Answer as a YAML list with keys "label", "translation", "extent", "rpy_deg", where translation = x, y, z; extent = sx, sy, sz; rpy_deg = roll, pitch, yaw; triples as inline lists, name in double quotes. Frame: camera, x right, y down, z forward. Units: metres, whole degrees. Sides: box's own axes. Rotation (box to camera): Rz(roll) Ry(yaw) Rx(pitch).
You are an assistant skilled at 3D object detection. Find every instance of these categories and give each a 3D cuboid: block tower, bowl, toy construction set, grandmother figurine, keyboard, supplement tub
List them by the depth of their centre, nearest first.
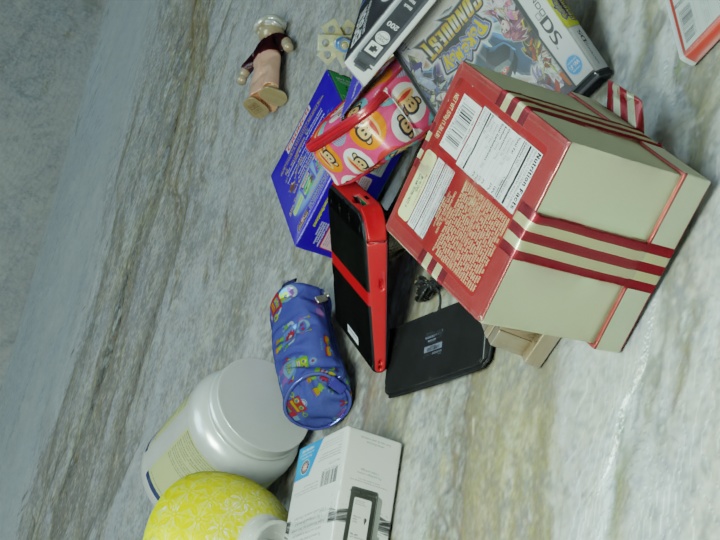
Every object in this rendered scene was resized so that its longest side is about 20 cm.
- label: "block tower"
  translation: [0.133, 0.005, 1.352]
  extent: [0.054, 0.057, 0.201]
  rpy_deg: [-59, 26, 24]
- label: "keyboard"
  translation: [0.083, 0.056, 1.467]
  extent: [0.200, 0.020, 0.129]
  rpy_deg: [-24, 55, 58]
- label: "bowl"
  translation: [-0.122, 0.306, 1.523]
  extent: [0.107, 0.200, 0.202]
  rpy_deg: [-14, 55, 39]
- label: "supplement tub"
  translation: [-0.160, 0.207, 1.720]
  extent: [0.200, 0.144, 0.146]
  rpy_deg: [-47, 31, 42]
- label: "toy construction set"
  translation: [0.026, -0.281, 1.803]
  extent: [0.200, 0.092, 0.132]
  rpy_deg: [36, 103, 55]
- label: "grandmother figurine"
  translation: [-0.146, -0.327, 2.266]
  extent: [0.120, 0.061, 0.201]
  rpy_deg: [-20, 44, 25]

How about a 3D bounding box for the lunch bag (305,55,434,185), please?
- label: "lunch bag"
  translation: [0.035, -0.182, 1.611]
  extent: [0.200, 0.082, 0.176]
  rpy_deg: [-46, 10, -29]

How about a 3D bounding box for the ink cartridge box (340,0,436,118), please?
- label: "ink cartridge box"
  translation: [0.035, -0.285, 1.531]
  extent: [0.200, 0.043, 0.199]
  rpy_deg: [-49, 16, 33]

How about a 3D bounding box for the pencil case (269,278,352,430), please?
- label: "pencil case"
  translation: [-0.058, 0.093, 1.677]
  extent: [0.087, 0.078, 0.201]
  rpy_deg: [-43, 30, 19]

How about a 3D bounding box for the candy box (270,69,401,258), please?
- label: "candy box"
  translation: [-0.033, -0.134, 1.815]
  extent: [0.170, 0.076, 0.201]
  rpy_deg: [-61, 25, 21]

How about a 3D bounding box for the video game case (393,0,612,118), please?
- label: "video game case"
  translation: [0.134, -0.207, 1.432]
  extent: [0.182, 0.025, 0.200]
  rpy_deg: [58, 136, 13]

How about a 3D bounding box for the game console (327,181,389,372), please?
- label: "game console"
  translation: [0.000, 0.000, 1.596]
  extent: [0.200, 0.031, 0.179]
  rpy_deg: [-131, 35, -71]

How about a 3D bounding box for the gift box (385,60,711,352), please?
- label: "gift box"
  translation: [0.154, -0.064, 1.189]
  extent: [0.186, 0.185, 0.200]
  rpy_deg: [-61, 39, 22]

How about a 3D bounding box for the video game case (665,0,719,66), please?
- label: "video game case"
  translation: [0.326, -0.286, 1.214]
  extent: [0.200, 0.017, 0.144]
  rpy_deg: [-49, 30, 40]

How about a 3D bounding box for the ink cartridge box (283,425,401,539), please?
- label: "ink cartridge box"
  translation: [-0.026, 0.272, 1.461]
  extent: [0.116, 0.067, 0.202]
  rpy_deg: [-34, 41, 56]

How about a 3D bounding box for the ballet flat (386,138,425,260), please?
- label: "ballet flat"
  translation: [0.074, -0.098, 1.597]
  extent: [0.201, 0.046, 0.067]
  rpy_deg: [-60, 14, 7]
